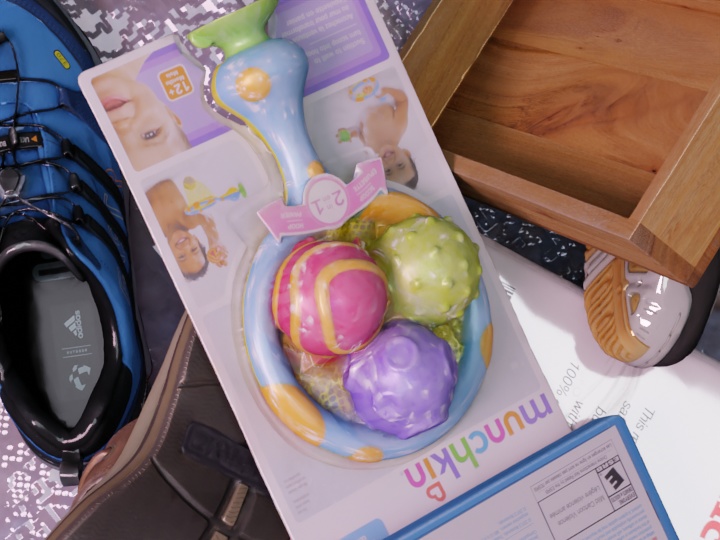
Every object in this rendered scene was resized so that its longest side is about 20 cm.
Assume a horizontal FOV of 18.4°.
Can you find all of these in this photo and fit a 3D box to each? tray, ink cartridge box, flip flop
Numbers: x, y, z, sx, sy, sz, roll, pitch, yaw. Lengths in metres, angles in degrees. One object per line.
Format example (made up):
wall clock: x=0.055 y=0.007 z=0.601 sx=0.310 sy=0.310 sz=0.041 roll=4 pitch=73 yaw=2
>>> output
tray: x=0.078 y=-0.065 z=0.790 sx=0.037 sy=0.200 sz=0.099 roll=34 pitch=86 yaw=-29
ink cartridge box: x=0.051 y=0.074 z=0.835 sx=0.199 sy=0.084 sz=0.146 roll=28 pitch=86 yaw=0
flip flop: x=-0.063 y=0.075 z=0.764 sx=0.081 sy=0.057 sz=0.201 roll=32 pitch=70 yaw=-19

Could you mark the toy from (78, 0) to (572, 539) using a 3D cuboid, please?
toy: x=0.000 y=0.000 z=0.749 sx=0.115 sy=0.047 sz=0.201 roll=-26 pitch=89 yaw=-25

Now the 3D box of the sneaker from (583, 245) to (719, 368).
sneaker: x=0.143 y=-0.039 z=0.817 sx=0.087 sy=0.076 sz=0.201 roll=30 pitch=53 yaw=-13

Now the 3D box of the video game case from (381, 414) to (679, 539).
video game case: x=0.072 y=0.169 z=0.745 sx=0.143 sy=0.018 sz=0.201 roll=-26 pitch=92 yaw=-28

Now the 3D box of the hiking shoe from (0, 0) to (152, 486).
hiking shoe: x=-0.116 y=-0.023 z=0.829 sx=0.074 sy=0.087 sz=0.202 roll=-16 pitch=88 yaw=-4
